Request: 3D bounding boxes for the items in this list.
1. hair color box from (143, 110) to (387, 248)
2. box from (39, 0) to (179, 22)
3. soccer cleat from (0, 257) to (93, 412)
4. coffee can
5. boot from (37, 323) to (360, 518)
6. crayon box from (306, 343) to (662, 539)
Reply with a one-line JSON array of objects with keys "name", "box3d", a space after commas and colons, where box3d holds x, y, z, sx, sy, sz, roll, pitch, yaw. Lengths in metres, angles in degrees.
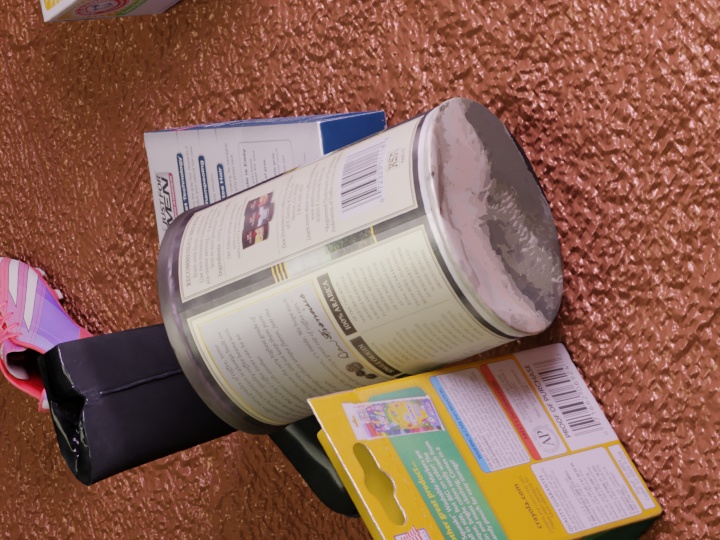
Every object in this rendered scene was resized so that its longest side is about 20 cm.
[{"name": "hair color box", "box3d": [-0.061, -0.052, 1.678, 0.199, 0.060, 0.101, 1, 100, 50]}, {"name": "box", "box3d": [-0.140, -0.255, 1.701, 0.200, 0.101, 0.113, -25, 78, 50]}, {"name": "soccer cleat", "box3d": [-0.261, 0.048, 1.934, 0.200, 0.076, 0.067, 38, 125, 40]}, {"name": "coffee can", "box3d": [0.000, 0.000, 1.498, 0.199, 0.146, 0.147, -21, 81, 29]}, {"name": "boot", "box3d": [-0.098, 0.106, 1.646, 0.066, 0.199, 0.166, -48, 61, 44]}, {"name": "crayon box", "box3d": [0.064, 0.120, 1.450, 0.126, 0.199, 0.052, 60, 137, 23]}]
